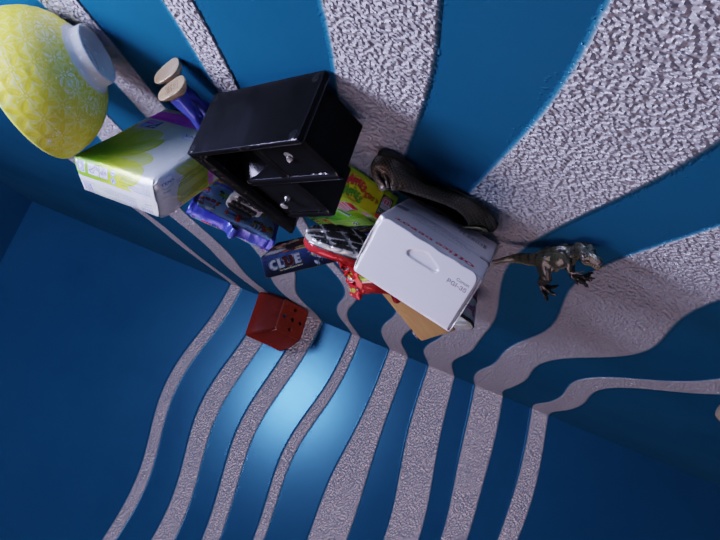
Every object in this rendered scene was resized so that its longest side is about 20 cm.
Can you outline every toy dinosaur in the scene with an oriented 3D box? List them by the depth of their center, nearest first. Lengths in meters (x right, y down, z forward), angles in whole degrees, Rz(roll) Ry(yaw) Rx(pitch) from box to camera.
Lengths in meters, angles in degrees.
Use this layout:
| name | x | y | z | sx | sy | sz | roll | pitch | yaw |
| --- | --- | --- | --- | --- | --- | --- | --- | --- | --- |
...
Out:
| name | x | y | z | sx | sy | sz | roll | pitch | yaw |
| --- | --- | --- | --- | --- | --- | --- | --- | --- | --- |
| toy dinosaur | 0.270 | -0.002 | 0.926 | 0.088 | 0.048 | 0.199 | 43 | 153 | -24 |

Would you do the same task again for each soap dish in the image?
| name | x | y | z | sx | sy | sz | roll | pitch | yaw |
| --- | --- | --- | --- | --- | --- | --- | --- | --- | --- |
| soap dish | 0.073 | 0.023 | 1.130 | 0.158 | 0.081 | 0.200 | 50 | -178 | -20 |

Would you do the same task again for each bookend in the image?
| name | x | y | z | sx | sy | sz | roll | pitch | yaw |
| --- | --- | --- | --- | --- | --- | --- | --- | --- | --- |
| bookend | -0.071 | -0.135 | 0.824 | 0.197 | 0.093 | 0.200 | 3 | 155 | 40 |

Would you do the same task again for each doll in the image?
| name | x | y | z | sx | sy | sz | roll | pitch | yaw |
| --- | --- | --- | --- | --- | --- | --- | --- | --- | --- |
| doll | -0.192 | -0.191 | 0.898 | 0.200 | 0.048 | 0.137 | 42 | -160 | -50 |

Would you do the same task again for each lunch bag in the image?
| name | x | y | z | sx | sy | sz | roll | pitch | yaw |
| --- | --- | --- | --- | --- | --- | --- | --- | --- | --- |
| lunch bag | -0.220 | -0.098 | 1.144 | 0.149 | 0.095 | 0.201 | 26 | -161 | -16 |

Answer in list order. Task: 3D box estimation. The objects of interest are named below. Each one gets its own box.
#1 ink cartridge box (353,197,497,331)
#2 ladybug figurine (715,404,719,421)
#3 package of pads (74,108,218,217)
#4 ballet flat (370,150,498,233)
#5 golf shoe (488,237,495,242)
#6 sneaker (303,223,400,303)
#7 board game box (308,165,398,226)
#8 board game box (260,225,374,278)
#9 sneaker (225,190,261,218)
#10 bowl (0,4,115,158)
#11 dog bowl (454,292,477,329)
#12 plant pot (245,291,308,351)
| name | x | y | z | sx | sy | sz | roll | pitch | yaw |
| --- | --- | --- | --- | --- | --- | --- | --- | --- | --- |
| ink cartridge box | 0.091 | -0.019 | 0.868 | 0.146 | 0.083 | 0.200 | 32 | -159 | 8 |
| ladybug figurine | 0.738 | 0.264 | 1.164 | 0.199 | 0.073 | 0.135 | 12 | 163 | 47 |
| package of pads | -0.285 | -0.162 | 0.966 | 0.153 | 0.200 | 0.069 | 19 | 131 | 21 |
| ballet flat | 0.097 | -0.093 | 0.875 | 0.198 | 0.047 | 0.067 | 28 | 168 | -21 |
| golf shoe | 0.165 | 0.000 | 1.038 | 0.077 | 0.098 | 0.200 | 20 | 167 | 18 |
| sneaker | 0.000 | 0.000 | 0.938 | 0.198 | 0.085 | 0.077 | 22 | -157 | -30 |
| board game box | -0.039 | -0.113 | 1.049 | 0.101 | 0.048 | 0.199 | 30 | 167 | -28 |
| board game box | -0.049 | -0.040 | 1.055 | 0.197 | 0.035 | 0.136 | -13 | -170 | 6 |
| sneaker | -0.134 | -0.149 | 1.026 | 0.198 | 0.082 | 0.075 | -15 | 145 | 40 |
| bowl | -0.388 | -0.261 | 0.859 | 0.106 | 0.202 | 0.200 | -23 | 158 | 7 |
| dog bowl | 0.150 | 0.048 | 1.346 | 0.198 | 0.075 | 0.200 | 23 | 169 | 4 |
| plant pot | -0.336 | 0.213 | 2.798 | 0.199 | 0.202 | 0.175 | 30 | 156 | -33 |
